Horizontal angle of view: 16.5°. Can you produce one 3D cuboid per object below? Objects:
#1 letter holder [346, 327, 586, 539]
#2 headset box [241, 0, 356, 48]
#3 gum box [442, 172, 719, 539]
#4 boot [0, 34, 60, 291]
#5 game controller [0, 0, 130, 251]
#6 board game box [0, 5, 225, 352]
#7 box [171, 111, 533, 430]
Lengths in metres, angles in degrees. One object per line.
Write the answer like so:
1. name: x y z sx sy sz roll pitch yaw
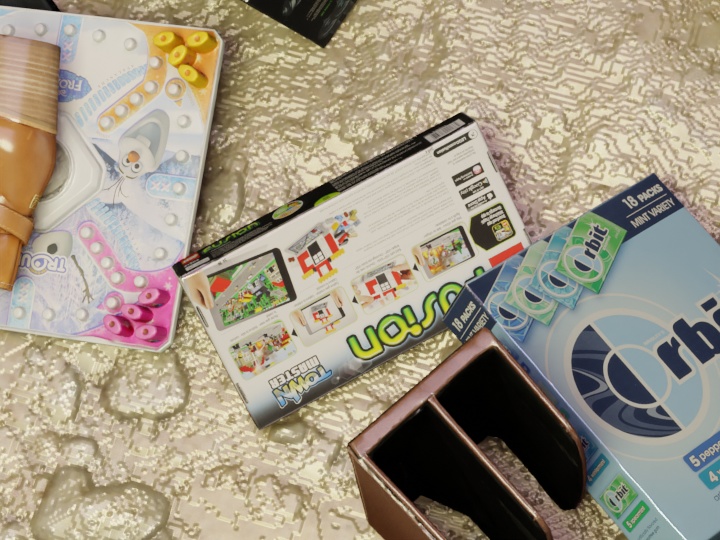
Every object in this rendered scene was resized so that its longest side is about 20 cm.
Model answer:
1. letter holder: 0.080 0.138 1.388 0.101 0.200 0.142 -40 75 -8
2. headset box: -0.085 -0.229 1.516 0.174 0.200 0.093 35 95 14
3. gum box: 0.174 0.057 1.450 0.170 0.045 0.200 -29 71 -35
4. boot: -0.281 -0.073 1.500 0.200 0.074 0.155 10 89 19
5. game controller: -0.212 -0.104 1.570 0.104 0.042 0.200 -37 74 8
6. board game box: -0.195 -0.062 1.524 0.200 0.026 0.200 8 84 16
7. box: 0.000 0.000 1.493 0.200 0.035 0.110 -28 109 -5
